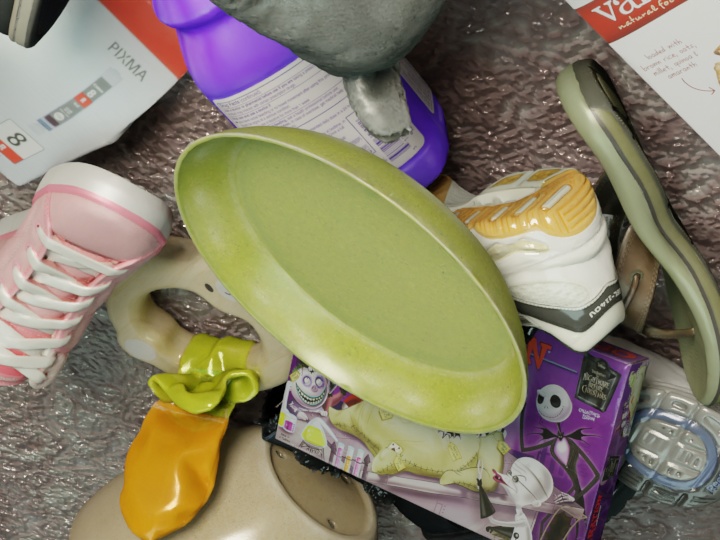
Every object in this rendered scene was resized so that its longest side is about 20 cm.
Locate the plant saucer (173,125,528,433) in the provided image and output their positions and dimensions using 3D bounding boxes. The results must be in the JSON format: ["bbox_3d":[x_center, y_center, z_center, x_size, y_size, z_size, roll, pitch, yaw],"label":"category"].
[{"bbox_3d":[0.000,0.000,0.787,0.200,0.031,0.200,30,154,17],"label":"plant saucer"}]

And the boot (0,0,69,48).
[{"bbox_3d":[-0.182,-0.207,0.707,0.153,0.074,0.204,18,125,3],"label":"boot"}]

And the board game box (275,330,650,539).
[{"bbox_3d":[0.048,0.070,0.892,0.200,0.032,0.120,21,102,31],"label":"board game box"}]

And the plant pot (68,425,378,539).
[{"bbox_3d":[-0.066,0.177,1.061,0.200,0.200,0.134,35,113,-20],"label":"plant pot"}]

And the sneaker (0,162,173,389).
[{"bbox_3d":[-0.169,0.012,0.909,0.075,0.105,0.200,28,158,-21],"label":"sneaker"}]

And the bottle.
[{"bbox_3d":[-0.039,-0.106,0.778,0.083,0.065,0.200,-28,129,21],"label":"bottle"}]

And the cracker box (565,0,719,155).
[{"bbox_3d":[0.200,-0.102,0.712,0.200,0.058,0.134,40,136,-24],"label":"cracker box"}]

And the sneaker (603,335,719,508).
[{"bbox_3d":[0.123,0.064,0.921,0.200,0.087,0.075,29,110,16],"label":"sneaker"}]

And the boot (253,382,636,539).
[{"bbox_3d":[0.050,0.098,0.989,0.168,0.077,0.200,34,145,-25],"label":"boot"}]

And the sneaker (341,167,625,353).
[{"bbox_3d":[0.048,0.003,0.827,0.200,0.076,0.088,5,126,57],"label":"sneaker"}]

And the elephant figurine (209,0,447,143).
[{"bbox_3d":[0.027,-0.174,0.649,0.200,0.142,0.155,-31,152,25],"label":"elephant figurine"}]

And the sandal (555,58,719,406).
[{"bbox_3d":[0.132,-0.014,0.820,0.057,0.080,0.201,-28,119,8],"label":"sandal"}]

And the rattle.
[{"bbox_3d":[-0.098,0.039,0.933,0.130,0.143,0.200,39,147,3],"label":"rattle"}]

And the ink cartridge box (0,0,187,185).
[{"bbox_3d":[-0.157,-0.132,0.818,0.200,0.050,0.162,-17,130,39],"label":"ink cartridge box"}]
